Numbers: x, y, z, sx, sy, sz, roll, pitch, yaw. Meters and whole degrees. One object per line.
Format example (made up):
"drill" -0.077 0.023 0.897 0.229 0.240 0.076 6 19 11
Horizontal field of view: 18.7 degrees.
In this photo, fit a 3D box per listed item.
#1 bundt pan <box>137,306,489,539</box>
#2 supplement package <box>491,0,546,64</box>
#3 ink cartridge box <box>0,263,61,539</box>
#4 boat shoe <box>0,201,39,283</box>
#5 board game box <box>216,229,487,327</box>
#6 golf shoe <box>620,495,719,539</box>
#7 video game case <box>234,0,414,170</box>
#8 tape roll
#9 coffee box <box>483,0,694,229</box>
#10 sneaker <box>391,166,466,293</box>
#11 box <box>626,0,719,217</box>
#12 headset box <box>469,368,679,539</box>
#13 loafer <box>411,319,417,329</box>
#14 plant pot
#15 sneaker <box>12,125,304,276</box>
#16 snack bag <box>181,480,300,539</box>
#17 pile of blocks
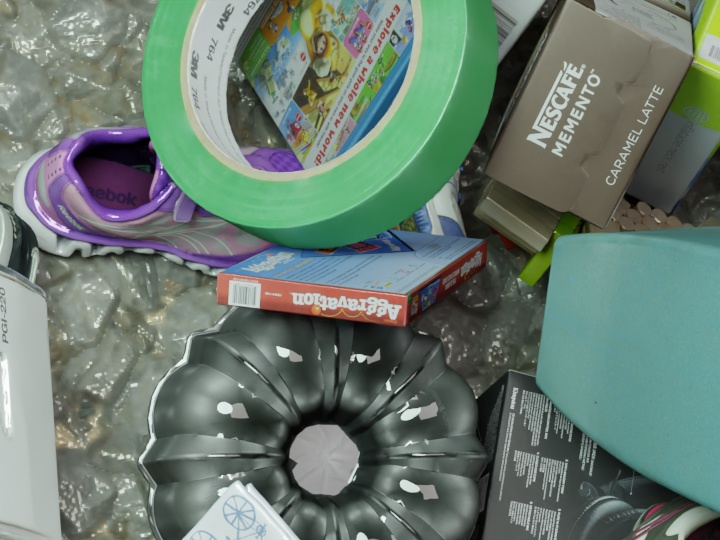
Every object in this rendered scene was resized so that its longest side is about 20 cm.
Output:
"bundt pan" -0.018 0.103 1.194 0.200 0.076 0.204 2 82 -13
"supplement package" 0.079 -0.218 1.340 0.119 0.121 0.200 36 44 -1
"ink cartridge box" -0.263 0.087 1.144 0.198 0.085 0.147 -13 72 20
"boat shoe" -0.234 0.058 1.220 0.075 0.060 0.201 24 86 25
"board game box" 0.000 0.000 1.199 0.102 0.200 0.020 8 101 14
"golf shoe" 0.148 0.178 1.195 0.199 0.088 0.077 -37 86 -20
"video game case" -0.035 -0.167 1.291 0.018 0.143 0.201 -7 55 -41
"tape roll" -0.024 -0.114 1.195 0.199 0.048 0.202 -8 72 24
"coffee box" 0.138 -0.112 1.295 0.079 0.200 0.115 25 106 0
"sneaker" 0.044 -0.085 1.345 0.087 0.075 0.202 -12 77 -22
"box" 0.214 -0.122 1.338 0.047 0.200 0.123 24 67 1
"headset box" 0.158 0.160 1.290 0.198 0.077 0.150 15 69 -11
"loafer" -0.045 0.070 1.266 0.067 0.076 0.200 46 66 -3
"plant pot" 0.200 0.044 1.203 0.141 0.199 0.143 -4 105 -44
"sneaker" -0.101 -0.047 1.284 0.198 0.089 0.081 2 70 -16
"snack bag" -0.061 0.236 1.154 0.189 0.200 0.021 49 29 6
"pile of blocks" 0.151 -0.004 1.344 0.198 0.062 0.083 18 45 -19
